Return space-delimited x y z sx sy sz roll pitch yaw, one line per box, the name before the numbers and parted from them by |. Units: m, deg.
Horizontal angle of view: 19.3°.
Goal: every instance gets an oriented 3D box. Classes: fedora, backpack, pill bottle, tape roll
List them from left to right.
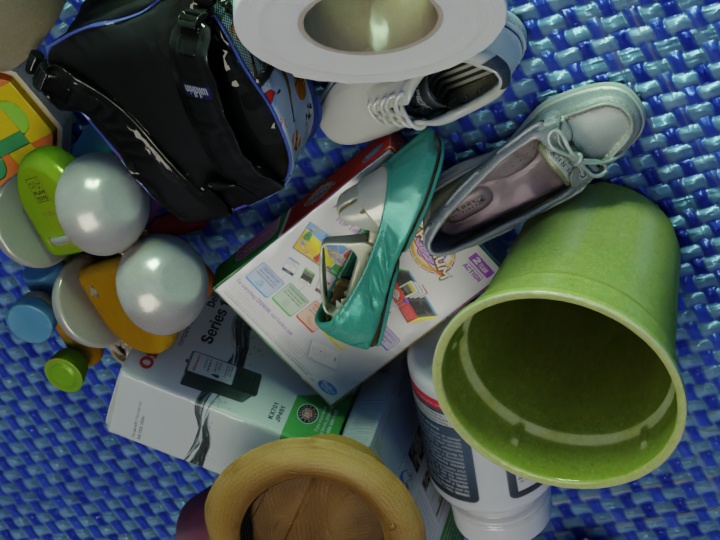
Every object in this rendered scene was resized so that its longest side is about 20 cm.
backpack | -0.127 -0.142 1.653 0.199 0.154 0.192 -11 117 37
fedora | -0.032 0.200 1.760 0.199 0.082 0.202 8 126 11
tape roll | 0.005 -0.209 1.523 0.200 0.071 0.203 -3 159 -1
pill bottle | 0.111 0.138 1.823 0.118 0.120 0.201 4 131 18

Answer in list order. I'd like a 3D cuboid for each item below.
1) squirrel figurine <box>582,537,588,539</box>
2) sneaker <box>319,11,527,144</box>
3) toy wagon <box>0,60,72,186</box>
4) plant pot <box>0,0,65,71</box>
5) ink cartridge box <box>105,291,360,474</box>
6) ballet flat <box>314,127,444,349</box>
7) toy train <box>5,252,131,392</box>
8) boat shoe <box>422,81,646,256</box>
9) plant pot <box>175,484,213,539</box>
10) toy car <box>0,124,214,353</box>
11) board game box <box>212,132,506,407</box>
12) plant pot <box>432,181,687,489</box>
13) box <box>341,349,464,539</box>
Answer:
squirrel figurine | 0.211 0.350 1.962 0.185 0.142 0.201 -7 129 19
sneaker | 0.038 -0.141 1.641 0.199 0.071 0.073 -26 117 36
toy wagon | -0.339 -0.118 1.834 0.199 0.040 0.155 -22 118 35
plant pot | -0.331 -0.247 1.640 0.199 0.189 0.187 36 134 -29
ink cartridge box | -0.105 0.102 1.860 0.198 0.147 0.083 20 133 3
ballet flat | 0.007 -0.025 1.679 0.070 0.068 0.201 11 119 -14
toy train | -0.245 0.067 1.905 0.084 0.116 0.201 -7 126 27
boat shoe | 0.134 -0.075 1.648 0.201 0.065 0.075 -28 116 19
plant pot | -0.042 0.259 1.955 0.178 0.201 0.200 -30 115 21
toy car | -0.198 -0.037 1.772 0.174 0.150 0.201 -10 121 53
board game box | 0.000 0.000 1.756 0.199 0.040 0.153 -37 111 19
plant pot | 0.173 0.035 1.663 0.198 0.185 0.202 11 133 12
box | 0.045 0.180 1.869 0.036 0.145 0.201 -7 126 26
